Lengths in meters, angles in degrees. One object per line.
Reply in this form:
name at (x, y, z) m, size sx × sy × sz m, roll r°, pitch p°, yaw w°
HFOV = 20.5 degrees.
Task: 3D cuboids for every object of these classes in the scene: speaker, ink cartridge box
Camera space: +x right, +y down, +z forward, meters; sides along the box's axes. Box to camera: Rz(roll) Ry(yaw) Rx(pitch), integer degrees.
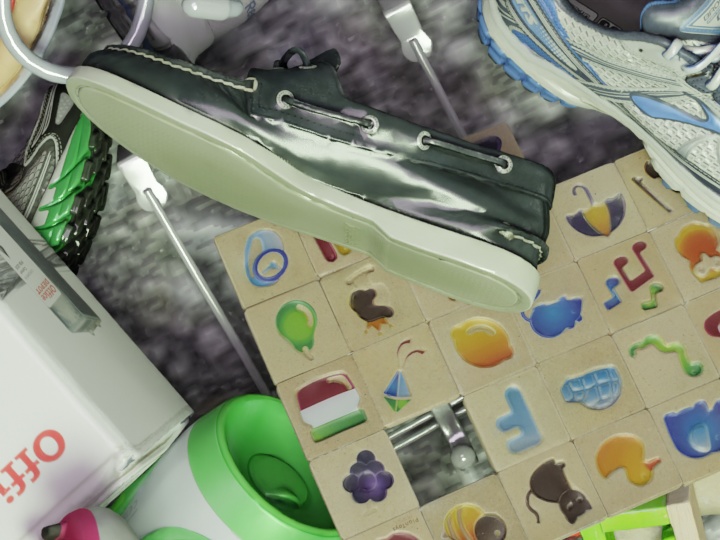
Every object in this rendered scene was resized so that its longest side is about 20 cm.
speaker at (-0.082, 0.143, 0.829) m, size 0.088 × 0.089 × 0.200 m, roll 38°, pitch 118°, yaw -3°
ink cartridge box at (-0.186, 0.036, 0.782) m, size 0.145 × 0.085 × 0.200 m, roll -41°, pitch 88°, yaw 16°

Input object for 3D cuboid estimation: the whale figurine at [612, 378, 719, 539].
whale figurine at (0.198, 0.065, 0.843) m, size 0.198 × 0.104 × 0.161 m, roll -11°, pitch 96°, yaw 11°

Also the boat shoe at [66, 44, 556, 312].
boat shoe at (-0.014, -0.052, 0.773) m, size 0.198 × 0.075 × 0.067 m, roll 23°, pitch 74°, yaw 3°

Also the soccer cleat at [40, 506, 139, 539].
soccer cleat at (-0.088, 0.159, 0.752) m, size 0.085 × 0.070 × 0.201 m, roll 0°, pitch 134°, yaw -18°

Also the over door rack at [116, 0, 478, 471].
over door rack at (0.000, 0.000, 0.851) m, size 0.147 × 0.067 × 0.201 m, roll -28°, pitch 95°, yaw 3°

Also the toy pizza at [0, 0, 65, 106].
toy pizza at (-0.210, -0.148, 0.817) m, size 0.198 × 0.032 × 0.202 m, roll 7°, pitch 110°, yaw 20°

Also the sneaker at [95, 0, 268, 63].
sneaker at (-0.102, -0.184, 0.839) m, size 0.087 × 0.074 × 0.201 m, roll -33°, pitch 98°, yaw -14°

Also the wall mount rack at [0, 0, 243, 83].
wall mount rack at (-0.123, -0.166, 0.739) m, size 0.172 × 0.075 × 0.202 m, roll 4°, pitch 104°, yaw -17°

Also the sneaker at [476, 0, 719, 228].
sneaker at (0.136, -0.081, 0.787) m, size 0.199 × 0.085 × 0.077 m, roll 28°, pitch 65°, yaw 10°

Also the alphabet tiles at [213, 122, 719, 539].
alphabet tiles at (0.063, 0.023, 0.794) m, size 0.198 × 0.008 × 0.168 m, roll -22°, pitch 72°, yaw -10°

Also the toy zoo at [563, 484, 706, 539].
toy zoo at (0.057, 0.159, 0.853) m, size 0.198 × 0.021 × 0.132 m, roll -9°, pitch 118°, yaw 16°

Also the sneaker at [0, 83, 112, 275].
sneaker at (-0.173, 0.003, 0.847) m, size 0.085 × 0.078 × 0.201 m, roll 34°, pitch 96°, yaw -3°
